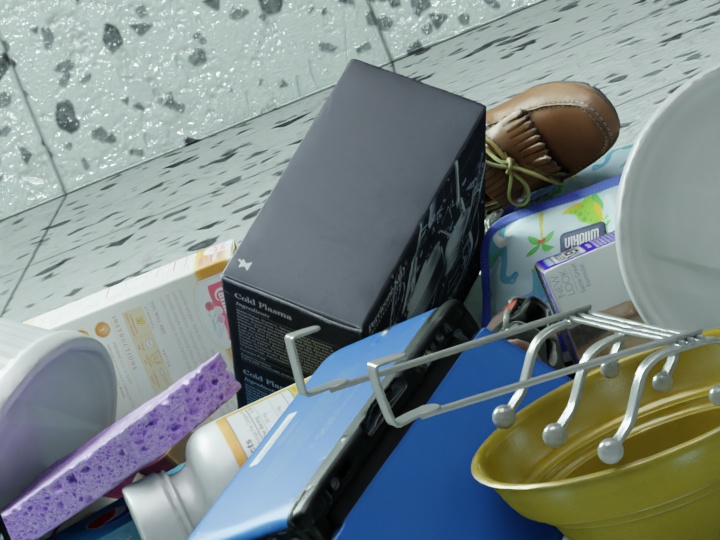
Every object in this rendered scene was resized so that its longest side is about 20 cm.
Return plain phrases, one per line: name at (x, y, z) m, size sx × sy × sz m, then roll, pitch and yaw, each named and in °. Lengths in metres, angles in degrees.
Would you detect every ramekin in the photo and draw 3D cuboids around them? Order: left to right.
ramekin at (-0.257, 0.123, 1.822) m, size 0.094 × 0.204 × 0.202 m, roll 23°, pitch 31°, yaw 20°
ramekin at (0.248, -0.028, 1.595) m, size 0.201 × 0.204 × 0.094 m, roll -22°, pitch -1°, yaw -1°

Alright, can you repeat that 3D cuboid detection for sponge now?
sponge at (-0.170, 0.126, 1.706) m, size 0.200 × 0.030 × 0.112 m, roll -33°, pitch 5°, yaw 41°

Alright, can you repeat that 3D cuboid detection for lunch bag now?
lunch bag at (0.180, -0.006, 1.849) m, size 0.169 × 0.128 × 0.200 m, roll -18°, pitch 24°, yaw 29°

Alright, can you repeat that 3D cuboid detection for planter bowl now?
planter bowl at (0.166, 0.106, 1.423) m, size 0.199 × 0.084 × 0.200 m, roll -21°, pitch 11°, yaw 4°

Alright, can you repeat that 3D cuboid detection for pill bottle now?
pill bottle at (-0.040, 0.130, 1.638) m, size 0.199 × 0.112 × 0.111 m, roll -24°, pitch 11°, yaw -8°

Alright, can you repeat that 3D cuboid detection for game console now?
game console at (0.025, 0.124, 1.508) m, size 0.170 × 0.119 × 0.200 m, roll -24°, pitch 19°, yaw 44°

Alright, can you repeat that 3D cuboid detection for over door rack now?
over door rack at (0.075, 0.061, 1.378) m, size 0.199 × 0.067 × 0.148 m, roll -4°, pitch 5°, yaw -20°

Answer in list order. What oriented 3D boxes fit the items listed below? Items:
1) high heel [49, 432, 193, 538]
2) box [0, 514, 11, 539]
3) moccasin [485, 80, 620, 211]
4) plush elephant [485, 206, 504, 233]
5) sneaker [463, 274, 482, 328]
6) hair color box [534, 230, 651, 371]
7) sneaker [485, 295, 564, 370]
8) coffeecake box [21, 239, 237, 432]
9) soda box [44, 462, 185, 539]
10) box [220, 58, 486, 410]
high heel at (-0.179, 0.183, 1.824) m, size 0.096 × 0.067 × 0.200 m, roll -40°, pitch 8°, yaw 38°
box at (-0.278, 0.215, 1.477) m, size 0.195 × 0.201 × 0.124 m, roll -22°, pitch 9°, yaw -2°
moccasin at (0.095, -0.078, 1.854) m, size 0.200 × 0.074 × 0.078 m, roll -13°, pitch 28°, yaw 40°
plush elephant at (0.125, -0.057, 2.076) m, size 0.199 × 0.156 × 0.165 m, roll -20°, pitch 11°, yaw 8°
sneaker at (0.054, 0.048, 1.904) m, size 0.200 × 0.088 × 0.074 m, roll -32°, pitch 16°, yaw -37°
hair color box at (0.222, 0.010, 1.685) m, size 0.199 × 0.110 × 0.065 m, roll -23°, pitch 5°, yaw 2°
sneaker at (0.106, 0.058, 1.675) m, size 0.077 × 0.082 × 0.200 m, roll 22°, pitch 4°, yaw 2°
coffeecake box at (-0.156, 0.088, 1.950) m, size 0.199 × 0.154 × 0.073 m, roll -21°, pitch 11°, yaw 3°
soda box at (-0.120, 0.170, 1.726) m, size 0.199 × 0.065 × 0.068 m, roll -27°, pitch 12°, yaw -25°
box at (0.000, 0.000, 1.781) m, size 0.103 × 0.183 × 0.201 m, roll 20°, pitch 59°, yaw 16°
